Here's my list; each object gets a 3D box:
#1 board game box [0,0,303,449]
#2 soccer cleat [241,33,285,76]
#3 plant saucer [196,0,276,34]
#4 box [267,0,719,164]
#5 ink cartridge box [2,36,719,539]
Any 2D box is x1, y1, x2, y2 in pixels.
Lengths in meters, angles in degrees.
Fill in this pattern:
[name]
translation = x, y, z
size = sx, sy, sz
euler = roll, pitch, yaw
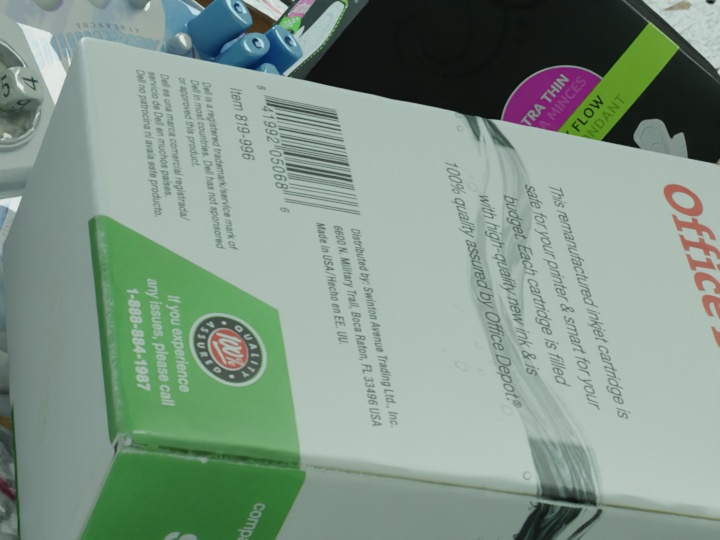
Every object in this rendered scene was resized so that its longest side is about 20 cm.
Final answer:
[board game box]
translation = -0.112, -0.055, 0.732
size = 0.200, 0.026, 0.200
euler = 36, 43, -23
[soccer cleat]
translation = 0.000, 0.000, 0.865
size = 0.067, 0.076, 0.200
euler = 21, 46, -79
[plant saucer]
translation = -0.048, -0.101, 1.341
size = 0.200, 0.035, 0.200
euler = 33, 14, -10
[box]
translation = 0.028, -0.046, 0.975
size = 0.148, 0.200, 0.124
euler = 37, 11, -16
[ink cartridge box]
translation = 0.014, 0.030, 0.652
size = 0.200, 0.083, 0.147
euler = 10, 42, -20
